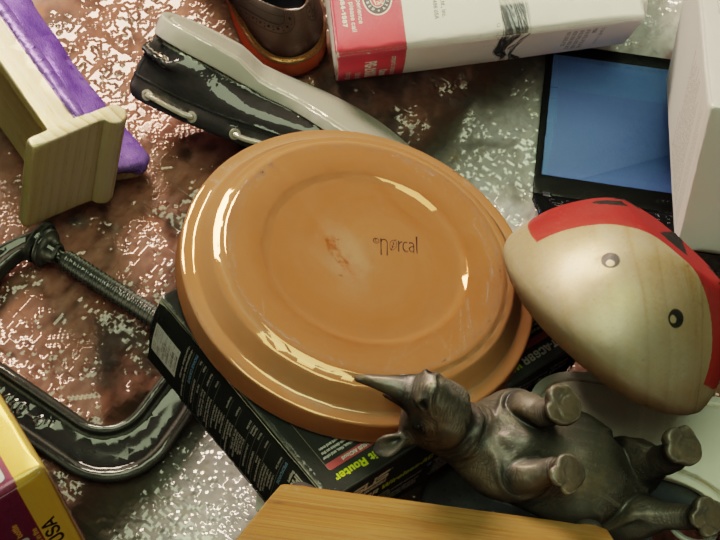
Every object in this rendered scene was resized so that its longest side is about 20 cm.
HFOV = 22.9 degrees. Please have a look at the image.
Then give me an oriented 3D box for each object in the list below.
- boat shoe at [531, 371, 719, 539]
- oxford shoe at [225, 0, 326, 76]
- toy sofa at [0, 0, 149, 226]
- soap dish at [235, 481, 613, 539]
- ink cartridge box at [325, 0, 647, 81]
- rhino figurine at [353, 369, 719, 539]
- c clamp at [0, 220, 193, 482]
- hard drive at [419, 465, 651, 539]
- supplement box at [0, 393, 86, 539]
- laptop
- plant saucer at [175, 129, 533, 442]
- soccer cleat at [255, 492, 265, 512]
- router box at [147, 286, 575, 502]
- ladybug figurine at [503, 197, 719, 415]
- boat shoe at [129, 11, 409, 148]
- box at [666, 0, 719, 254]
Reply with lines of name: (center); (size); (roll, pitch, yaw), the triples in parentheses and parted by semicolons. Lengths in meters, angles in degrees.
boat shoe: (0.184, 0.112, 0.988); (0.199, 0.062, 0.075); (11, 63, 2)
oxford shoe: (-0.083, -0.224, 1.181); (0.071, 0.073, 0.200); (-31, 69, -17)
toy sofa: (-0.213, -0.134, 1.109); (0.097, 0.083, 0.200); (-24, 64, -29)
soap dish: (0.032, 0.184, 0.896); (0.199, 0.158, 0.081); (8, 46, 1)
ink cartridge box: (0.073, -0.211, 1.148); (0.199, 0.084, 0.146); (-7, 85, -2)
rhino figurine: (0.082, 0.089, 0.892); (0.199, 0.087, 0.060); (22, 70, -22)
c clamp: (-0.155, 0.037, 1.076); (0.199, 0.027, 0.171); (26, 71, 10)
hard drive: (0.086, 0.184, 1.003); (0.134, 0.042, 0.201); (17, 63, 6)
supplement box: (-0.265, 0.140, 0.950); (0.199, 0.103, 0.131); (-30, 53, -13)
laptop: (0.201, -0.075, 1.105); (0.176, 0.200, 0.104); (8, 100, 1)
plant saucer: (0.000, 0.000, 0.966); (0.199, 0.032, 0.201); (9, 52, -11)
soccer cleat: (-0.011, 0.108, 1.024); (0.085, 0.069, 0.201); (5, 59, 4)
router box: (0.004, 0.044, 0.995); (0.199, 0.062, 0.150); (-28, 65, -32)
ladybug figurine: (0.142, 0.011, 0.938); (0.136, 0.200, 0.072); (40, 101, 1)
boat shoe: (-0.051, -0.090, 1.123); (0.199, 0.074, 0.061); (28, 106, -7)
box: (0.252, -0.097, 1.053); (0.124, 0.098, 0.200); (9, 36, 2)
